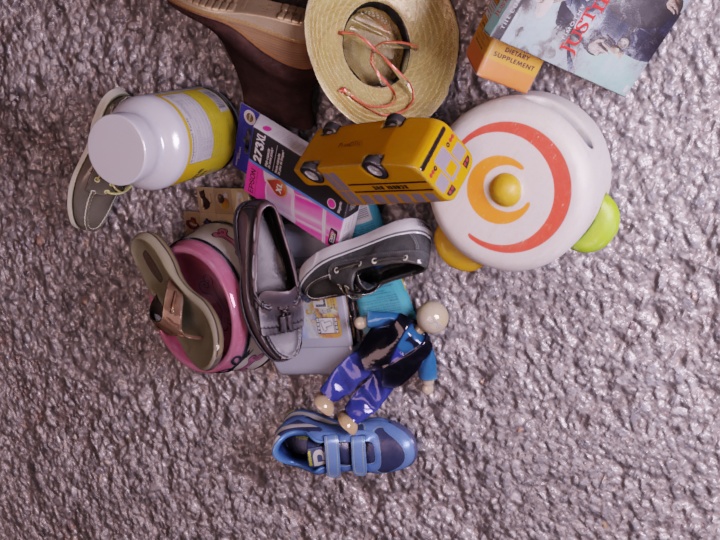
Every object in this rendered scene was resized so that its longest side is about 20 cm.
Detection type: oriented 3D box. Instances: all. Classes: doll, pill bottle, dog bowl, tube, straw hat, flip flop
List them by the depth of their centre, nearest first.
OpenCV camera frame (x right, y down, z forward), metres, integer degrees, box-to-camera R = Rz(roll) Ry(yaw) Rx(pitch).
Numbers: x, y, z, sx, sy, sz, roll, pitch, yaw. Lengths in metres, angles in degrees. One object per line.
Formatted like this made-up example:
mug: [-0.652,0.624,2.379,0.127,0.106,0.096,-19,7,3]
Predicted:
straw hat: [0.011,-0.251,1.143,0.203,0.200,0.085,68,160,-6]
pill bottle: [-0.236,-0.159,1.215,0.111,0.200,0.113,6,107,22]
tube: [0.011,-0.018,1.235,0.077,0.050,0.202,-8,106,29]
doll: [0.036,0.113,1.241,0.136,0.049,0.200,39,107,-11]
flip flop: [-0.236,0.040,1.242,0.081,0.057,0.201,-43,74,41]
dog bowl: [-0.193,0.042,1.294,0.199,0.073,0.202,14,112,37]

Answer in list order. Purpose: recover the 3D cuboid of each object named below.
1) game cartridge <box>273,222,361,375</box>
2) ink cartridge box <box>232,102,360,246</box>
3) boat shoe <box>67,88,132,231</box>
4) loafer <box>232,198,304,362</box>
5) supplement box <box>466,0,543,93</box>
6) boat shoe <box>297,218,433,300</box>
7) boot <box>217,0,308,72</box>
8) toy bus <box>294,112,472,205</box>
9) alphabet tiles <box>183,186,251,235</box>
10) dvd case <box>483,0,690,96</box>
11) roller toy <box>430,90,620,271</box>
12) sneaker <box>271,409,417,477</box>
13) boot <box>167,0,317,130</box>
game cartridge: [-0.072,0.038,1.291,0.132,0.042,0.202,-5,102,20]
ink cartridge box: [-0.085,-0.114,1.209,0.199,0.037,0.095,35,133,23]
boat shoe: [-0.333,-0.137,1.336,0.060,0.072,0.203,29,110,19]
loafer: [-0.107,0.013,1.204,0.063,0.071,0.202,-5,98,62]
supplement box: [0.181,-0.289,1.027,0.066,0.069,0.201,16,118,-15]
boat shoe: [0.000,0.000,1.173,0.199,0.068,0.057,-26,51,37]
boot: [-0.115,-0.344,1.182,0.172,0.069,0.202,-6,107,25]
toy bus: [0.018,-0.114,1.067,0.199,0.065,0.078,2,147,50]
alphabet tiles: [-0.167,-0.009,1.309,0.165,0.006,0.202,5,107,40]
dvd case: [0.235,-0.266,1.002,0.147,0.199,0.022,-58,36,24]
roller toy: [0.169,-0.097,1.089,0.198,0.140,0.184,-5,102,25]
sneaker: [-0.024,0.232,1.297,0.198,0.082,0.075,1,103,21]
boot: [-0.140,-0.252,1.174,0.198,0.073,0.167,21,143,10]
